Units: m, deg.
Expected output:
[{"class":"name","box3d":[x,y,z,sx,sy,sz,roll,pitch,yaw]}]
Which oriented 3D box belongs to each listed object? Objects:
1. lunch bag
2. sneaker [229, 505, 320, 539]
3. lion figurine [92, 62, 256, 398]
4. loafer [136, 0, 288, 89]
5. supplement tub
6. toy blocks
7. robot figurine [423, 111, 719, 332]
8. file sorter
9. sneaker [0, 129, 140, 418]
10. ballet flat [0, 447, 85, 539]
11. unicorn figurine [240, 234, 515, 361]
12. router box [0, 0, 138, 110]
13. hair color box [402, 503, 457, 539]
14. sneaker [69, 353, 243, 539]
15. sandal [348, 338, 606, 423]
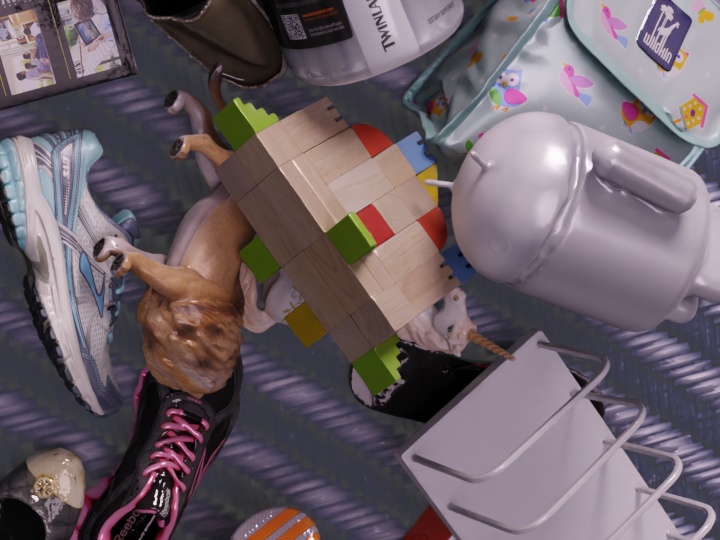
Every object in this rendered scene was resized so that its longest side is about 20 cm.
[{"class":"lunch bag","box3d":[0.158,-0.129,1.259,0.170,0.122,0.200,38,101,-23]},{"class":"sneaker","box3d":[-0.108,0.248,1.269,0.200,0.112,0.078,-31,70,-15]},{"class":"lion figurine","box3d":[-0.099,-0.023,1.208,0.122,0.072,0.200,31,84,-32]},{"class":"loafer","box3d":[-0.112,-0.174,1.177,0.075,0.070,0.200,-23,136,23]},{"class":"supplement tub","box3d":[-0.021,-0.228,1.157,0.122,0.123,0.200,-26,113,-9]},{"class":"toy blocks","box3d":[0.003,-0.039,1.197,0.200,0.100,0.137,54,44,2]},{"class":"robot figurine","box3d":[0.142,-0.031,1.176,0.200,0.170,0.113,20,58,-18]},{"class":"file sorter","box3d":[0.152,0.165,1.275,0.139,0.124,0.200,-41,107,-16]},{"class":"sneaker","box3d":[-0.180,0.001,1.224,0.086,0.078,0.201,-19,107,-15]},{"class":"ballet flat","box3d":[-0.257,0.204,1.250,0.066,0.057,0.200,40,89,9]},{"class":"unicorn figurine","box3d":[0.000,0.000,1.283,0.199,0.074,0.138,-7,102,6]},{"class":"router box","box3d":[-0.240,-0.204,1.173,0.149,0.051,0.201,-16,106,-10]},{"class":"hair color box","box3d":[0.050,0.266,1.357,0.101,0.061,0.200,38,89,-20]},{"class":"sneaker","box3d":[-0.133,0.135,1.257,0.079,0.095,0.200,25,93,-17]},{"class":"sandal","box3d":[0.088,0.096,1.338,0.199,0.045,0.075,12,97,-18]}]
